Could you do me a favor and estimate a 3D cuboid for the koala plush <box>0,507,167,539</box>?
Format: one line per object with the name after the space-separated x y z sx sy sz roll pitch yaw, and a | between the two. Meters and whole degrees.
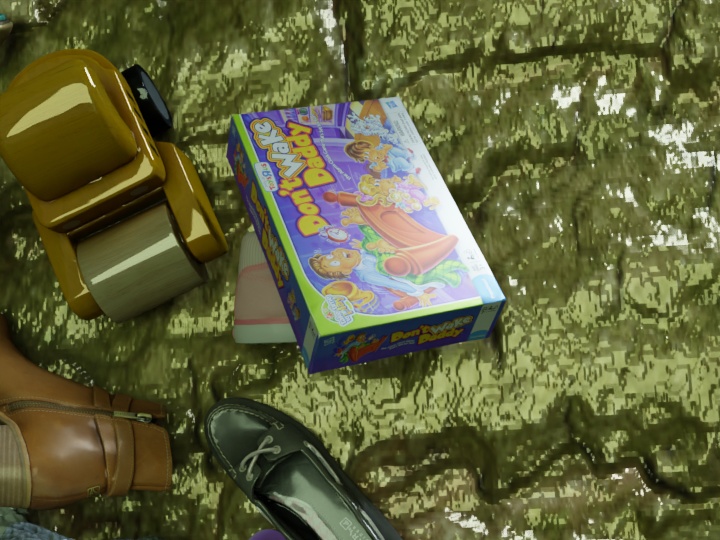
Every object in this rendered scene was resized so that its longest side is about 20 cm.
-0.233 0.253 0.761 0.200 0.184 0.178 2 89 29 | koala plush

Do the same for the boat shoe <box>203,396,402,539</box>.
-0.041 0.164 0.782 0.200 0.057 0.067 42 89 11 | boat shoe

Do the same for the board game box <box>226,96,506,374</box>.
-0.002 -0.032 0.748 0.134 0.045 0.200 -10 55 -21 | board game box

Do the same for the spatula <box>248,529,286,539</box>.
-0.010 0.266 0.781 0.200 0.021 0.057 34 93 10 | spatula

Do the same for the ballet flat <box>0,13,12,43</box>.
-0.379 -0.177 0.883 0.200 0.069 0.063 -1 110 10 | ballet flat

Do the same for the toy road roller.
-0.199 -0.070 0.791 0.123 0.146 0.200 -26 79 3 | toy road roller

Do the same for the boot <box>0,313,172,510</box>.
-0.225 0.097 0.801 0.155 0.200 0.077 1 120 -20 | boot

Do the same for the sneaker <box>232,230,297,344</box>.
0.000 0.000 0.791 0.200 0.075 0.105 -3 87 11 | sneaker
